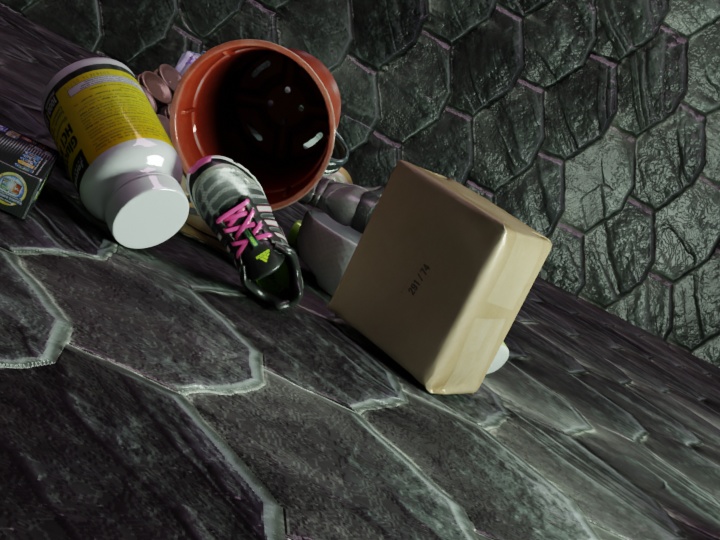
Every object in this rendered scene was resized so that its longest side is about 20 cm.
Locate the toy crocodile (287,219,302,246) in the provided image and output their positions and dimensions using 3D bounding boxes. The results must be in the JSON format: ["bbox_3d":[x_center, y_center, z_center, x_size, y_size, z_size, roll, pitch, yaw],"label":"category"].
[{"bbox_3d":[-0.058,-0.055,1.774,0.067,0.062,0.200,29,7,13],"label":"toy crocodile"}]

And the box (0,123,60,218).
[{"bbox_3d":[-0.390,-0.121,1.147,0.159,0.045,0.200,26,8,-14],"label":"box"}]

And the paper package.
[{"bbox_3d":[0.086,0.007,1.301,0.190,0.201,0.103,36,15,38],"label":"paper package"}]

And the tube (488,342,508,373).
[{"bbox_3d":[0.132,0.054,1.554,0.058,0.052,0.201,14,31,-36],"label":"tube"}]

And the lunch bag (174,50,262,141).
[{"bbox_3d":[-0.213,-0.191,1.625,0.169,0.201,0.127,28,7,1],"label":"lunch bag"}]

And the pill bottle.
[{"bbox_3d":[-0.258,-0.124,1.222,0.112,0.112,0.201,18,33,-50],"label":"pill bottle"}]

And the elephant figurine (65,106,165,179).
[{"bbox_3d":[-0.281,-0.179,1.469,0.199,0.157,0.141,13,6,-33],"label":"elephant figurine"}]

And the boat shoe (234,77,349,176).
[{"bbox_3d":[-0.100,-0.206,1.559,0.199,0.076,0.060,33,-25,-19],"label":"boat shoe"}]

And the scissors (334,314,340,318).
[{"bbox_3d":[0.057,0.094,1.389,0.199,0.014,0.073,26,10,-2],"label":"scissors"}]

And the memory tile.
[{"bbox_3d":[-0.232,-0.175,1.414,0.154,0.017,0.200,51,26,-9],"label":"memory tile"}]

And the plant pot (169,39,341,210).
[{"bbox_3d":[-0.112,-0.191,1.425,0.199,0.202,0.195,27,18,1],"label":"plant pot"}]

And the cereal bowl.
[{"bbox_3d":[0.000,0.000,1.534,0.199,0.084,0.200,27,7,-4],"label":"cereal bowl"}]

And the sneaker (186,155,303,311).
[{"bbox_3d":[-0.114,-0.034,1.222,0.201,0.073,0.088,61,-5,-33],"label":"sneaker"}]

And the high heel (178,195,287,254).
[{"bbox_3d":[-0.169,-0.032,1.362,0.141,0.072,0.200,-8,43,-29],"label":"high heel"}]

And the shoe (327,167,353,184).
[{"bbox_3d":[-0.015,-0.067,1.696,0.069,0.054,0.201,-7,-46,28],"label":"shoe"}]

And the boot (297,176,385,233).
[{"bbox_3d":[-0.034,-0.104,1.565,0.131,0.070,0.200,22,3,5],"label":"boot"}]
